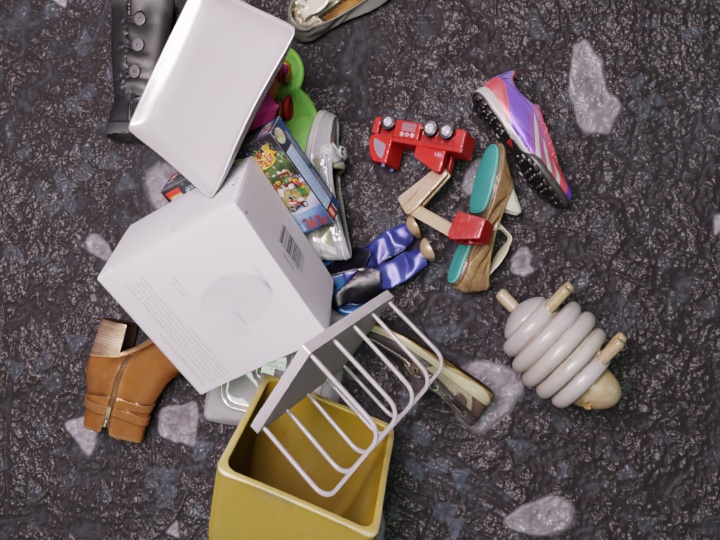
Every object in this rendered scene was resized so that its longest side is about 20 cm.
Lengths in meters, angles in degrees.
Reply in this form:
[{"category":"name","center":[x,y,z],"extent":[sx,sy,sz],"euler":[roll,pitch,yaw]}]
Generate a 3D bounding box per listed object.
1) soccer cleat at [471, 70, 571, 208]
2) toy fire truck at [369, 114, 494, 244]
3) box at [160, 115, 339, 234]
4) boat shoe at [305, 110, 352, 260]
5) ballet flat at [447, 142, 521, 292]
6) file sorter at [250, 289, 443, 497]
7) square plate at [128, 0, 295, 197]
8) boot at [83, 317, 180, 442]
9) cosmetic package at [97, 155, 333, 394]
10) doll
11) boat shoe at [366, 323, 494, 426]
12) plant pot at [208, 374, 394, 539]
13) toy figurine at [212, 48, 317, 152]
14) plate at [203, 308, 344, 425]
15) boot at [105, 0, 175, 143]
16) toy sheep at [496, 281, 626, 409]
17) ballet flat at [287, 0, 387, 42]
[{"category":"soccer cleat","center":[0.234,-0.179,0.858],"extent":[0.072,0.068,0.202],"euler":[-35,85,-5]},{"category":"toy fire truck","center":[0.091,-0.122,0.843],"extent":[0.195,0.048,0.146],"euler":[15,91,29]},{"category":"box","center":[-0.142,-0.093,0.807],"extent":[0.196,0.038,0.138],"euler":[-19,124,31]},{"category":"boat shoe","center":[-0.040,-0.116,0.864],"extent":[0.062,0.074,0.209],"euler":[0,80,11]},{"category":"ballet flat","center":[0.179,-0.066,0.863],"extent":[0.070,0.068,0.206],"euler":[16,89,-15]},{"category":"file sorter","center":[-0.004,0.142,0.751],"extent":[0.124,0.199,0.140],"euler":[43,121,12]},{"category":"square plate","center":[-0.174,-0.213,0.731],"extent":[0.197,0.028,0.204],"euler":[36,101,32]},{"category":"boot","center":[-0.296,0.164,0.880],"extent":[0.193,0.077,0.161],"euler":[11,89,5]},{"category":"cosmetic package","center":[-0.164,0.011,0.765],"extent":[0.195,0.124,0.202],"euler":[-24,120,16]},{"category":"doll","center":[0.000,0.000,0.870],"extent":[0.196,0.049,0.139],"euler":[-30,69,-2]},{"category":"boat shoe","center":[0.085,0.140,0.853],"extent":[0.196,0.073,0.066],"euler":[30,87,6]},{"category":"plant pot","center":[-0.086,0.297,0.801],"extent":[0.190,0.195,0.205],"euler":[22,114,0]},{"category":"toy figurine","center":[-0.132,-0.230,0.828],"extent":[0.145,0.184,0.207],"euler":[7,88,4]},{"category":"plate","center":[-0.119,0.128,0.890],"extent":[0.193,0.032,0.207],"euler":[9,88,5]},{"category":"boot","center":[-0.283,-0.290,0.906],"extent":[0.159,0.066,0.208],"euler":[3,84,3]},{"category":"toy sheep","center":[0.254,0.096,0.816],"extent":[0.138,0.138,0.201],"euler":[-43,71,2]},{"category":"ballet flat","center":[-0.016,-0.391,0.884],"extent":[0.197,0.064,0.069],"euler":[-32,86,2]}]
